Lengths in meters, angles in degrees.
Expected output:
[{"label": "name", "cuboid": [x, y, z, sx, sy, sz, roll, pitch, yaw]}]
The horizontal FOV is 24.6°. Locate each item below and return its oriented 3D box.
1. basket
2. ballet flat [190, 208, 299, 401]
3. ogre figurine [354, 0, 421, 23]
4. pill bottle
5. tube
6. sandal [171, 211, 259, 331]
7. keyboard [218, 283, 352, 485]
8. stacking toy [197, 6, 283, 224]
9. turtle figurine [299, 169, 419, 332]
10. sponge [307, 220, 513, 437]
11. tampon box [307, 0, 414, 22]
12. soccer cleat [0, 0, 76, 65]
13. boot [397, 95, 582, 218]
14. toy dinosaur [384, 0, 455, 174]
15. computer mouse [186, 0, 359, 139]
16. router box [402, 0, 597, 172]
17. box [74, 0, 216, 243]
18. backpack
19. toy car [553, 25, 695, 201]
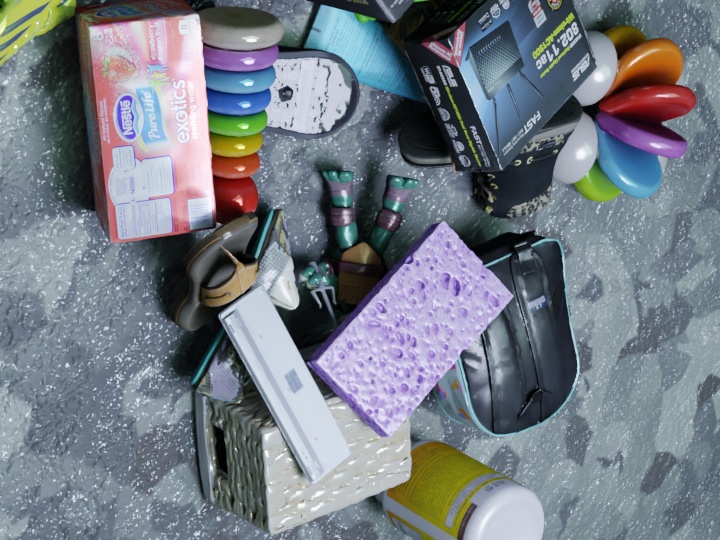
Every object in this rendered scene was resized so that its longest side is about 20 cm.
[{"label": "basket", "cuboid": [-0.054, 0.169, 1.696, 0.199, 0.123, 0.136, -18, 116, -33]}, {"label": "ballet flat", "cuboid": [-0.100, 0.039, 1.640, 0.072, 0.072, 0.201, 30, 81, -41]}, {"label": "ogre figurine", "cuboid": [0.047, -0.307, 1.614, 0.098, 0.120, 0.200, 43, 76, -35]}, {"label": "pill bottle", "cuboid": [0.098, 0.253, 1.796, 0.109, 0.200, 0.110, -14, 114, -34]}, {"label": "tube", "cuboid": [0.029, -0.213, 1.684, 0.199, 0.050, 0.078, 17, 94, -36]}, {"label": "sandal", "cuboid": [-0.131, 0.010, 1.554, 0.082, 0.055, 0.200, -35, 165, -34]}, {"label": "keyboard", "cuboid": [-0.071, 0.111, 1.593, 0.056, 0.011, 0.201, -39, 112, -32]}, {"label": "stacking toy", "cuboid": [-0.120, -0.138, 1.530, 0.085, 0.085, 0.201, -12, 120, -35]}, {"label": "turtle figurine", "cuboid": [0.000, 0.000, 1.695, 0.149, 0.101, 0.201, 3, 94, -25]}, {"label": "sponge", "cuboid": [0.051, 0.058, 1.650, 0.112, 0.030, 0.200, 47, 72, -14]}, {"label": "tampon box", "cuboid": [-0.016, -0.333, 1.502, 0.150, 0.200, 0.126, -50, 129, -12]}, {"label": "soccer cleat", "cuboid": [-0.285, -0.224, 1.416, 0.084, 0.065, 0.201, 42, 78, -42]}, {"label": "boot", "cuboid": [0.131, -0.110, 1.759, 0.203, 0.074, 0.154, -14, 146, -16]}, {"label": "toy dinosaur", "cuboid": [0.080, -0.212, 1.652, 0.106, 0.060, 0.201, 23, 60, -34]}, {"label": "computer mouse", "cuboid": [-0.097, -0.184, 1.593, 0.199, 0.053, 0.139, 7, 103, -27]}, {"label": "router box", "cuboid": [0.143, -0.214, 1.644, 0.200, 0.062, 0.150, -46, 124, -34]}, {"label": "box", "cuboid": [-0.194, -0.137, 1.482, 0.102, 0.095, 0.201, -10, 112, -16]}, {"label": "backpack", "cuboid": [0.142, 0.074, 1.796, 0.175, 0.153, 0.201, -25, 102, -30]}, {"label": "toy car", "cuboid": [0.304, -0.169, 1.846, 0.174, 0.150, 0.201, 5, 102, -40]}]
